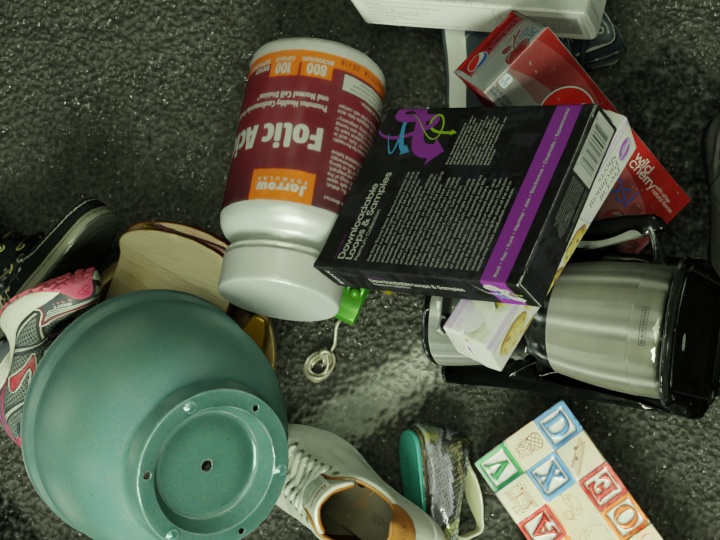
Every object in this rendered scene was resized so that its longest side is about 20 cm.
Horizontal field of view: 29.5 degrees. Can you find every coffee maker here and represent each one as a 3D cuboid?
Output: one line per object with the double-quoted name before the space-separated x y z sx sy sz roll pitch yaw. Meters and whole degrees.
"coffee maker" 0.167 0.050 1.042 0.199 0.192 0.135 8 62 30

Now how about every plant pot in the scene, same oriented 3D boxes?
"plant pot" -0.132 0.126 1.003 0.199 0.134 0.202 -8 106 -30

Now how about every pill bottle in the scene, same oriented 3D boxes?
"pill bottle" -0.048 -0.070 1.076 0.113 0.114 0.202 6 71 9

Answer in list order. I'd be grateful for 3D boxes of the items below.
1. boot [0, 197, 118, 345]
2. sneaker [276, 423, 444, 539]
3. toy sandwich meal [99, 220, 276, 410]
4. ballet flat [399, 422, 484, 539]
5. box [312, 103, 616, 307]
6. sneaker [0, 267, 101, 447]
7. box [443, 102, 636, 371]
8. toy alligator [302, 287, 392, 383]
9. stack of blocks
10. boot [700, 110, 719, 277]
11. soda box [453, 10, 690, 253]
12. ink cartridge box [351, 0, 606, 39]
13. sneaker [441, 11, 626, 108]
"boot" -0.302 -0.028 1.131 0.204 0.073 0.154 -45 77 28
"sneaker" -0.027 0.166 1.060 0.199 0.085 0.073 24 84 38
"toy sandwich meal" -0.159 0.063 1.124 0.203 0.070 0.207 -1 85 8
"ballet flat" 0.067 0.223 1.082 0.071 0.072 0.202 1 85 8
"box" 0.069 -0.050 0.965 0.199 0.036 0.144 7 64 45
"sneaker" -0.246 0.068 1.094 0.080 0.200 0.075 -20 67 -38
"box" 0.128 -0.025 0.959 0.039 0.041 0.201 24 71 31
"toy alligator" 0.000 0.000 1.115 0.059 0.054 0.201 25 89 10
"stack of blocks" 0.171 0.215 1.068 0.115 0.059 0.201 -36 81 4
"boot" 0.298 -0.039 1.035 0.069 0.132 0.202 -15 83 6
"soda box" 0.163 -0.102 1.042 0.070 0.063 0.200 -45 119 2
"ink cartridge box" 0.108 -0.275 1.083 0.199 0.045 0.177 9 72 25
"sneaker" 0.142 -0.138 1.095 0.145 0.077 0.204 -4 83 11
